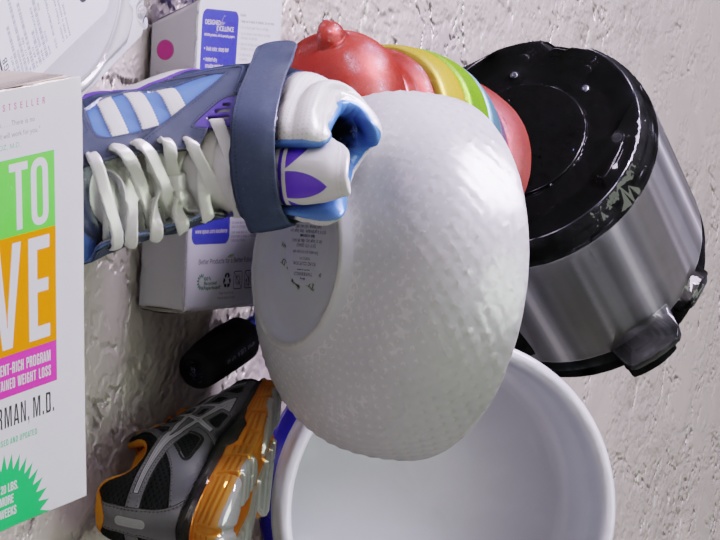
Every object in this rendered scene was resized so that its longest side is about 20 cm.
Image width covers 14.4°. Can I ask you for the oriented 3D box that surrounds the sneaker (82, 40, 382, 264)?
[{"bbox_3d":[-0.080,-0.050,1.406,0.200,0.146,0.081,-31,120,-46],"label":"sneaker"}]

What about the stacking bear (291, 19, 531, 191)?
[{"bbox_3d":[0.013,-0.084,1.665,0.200,0.114,0.122,26,70,-62],"label":"stacking bear"}]

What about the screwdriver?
[{"bbox_3d":[-0.051,0.020,1.649,0.029,0.028,0.200,57,33,-8],"label":"screwdriver"}]

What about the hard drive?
[{"bbox_3d":[-0.171,-0.131,1.356,0.200,0.038,0.140,-51,138,-49],"label":"hard drive"}]

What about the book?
[{"bbox_3d":[-0.177,0.019,1.271,0.134,0.048,0.200,-21,113,-59],"label":"book"}]

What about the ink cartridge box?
[{"bbox_3d":[-0.080,-0.078,1.558,0.095,0.037,0.200,-4,100,-64],"label":"ink cartridge box"}]

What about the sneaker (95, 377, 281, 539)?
[{"bbox_3d":[-0.087,0.103,1.536,0.200,0.077,0.078,-56,150,-76],"label":"sneaker"}]

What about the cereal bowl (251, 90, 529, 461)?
[{"bbox_3d":[0.000,0.000,1.504,0.083,0.200,0.200,6,88,-30],"label":"cereal bowl"}]

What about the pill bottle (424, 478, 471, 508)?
[{"bbox_3d":[0.056,0.187,1.797,0.113,0.113,0.200,-60,144,-43],"label":"pill bottle"}]

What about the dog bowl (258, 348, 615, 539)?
[{"bbox_3d":[0.042,0.135,1.659,0.079,0.200,0.200,-169,-98,-77],"label":"dog bowl"}]

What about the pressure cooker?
[{"bbox_3d":[0.133,-0.028,1.850,0.200,0.178,0.176,57,41,-51],"label":"pressure cooker"}]
